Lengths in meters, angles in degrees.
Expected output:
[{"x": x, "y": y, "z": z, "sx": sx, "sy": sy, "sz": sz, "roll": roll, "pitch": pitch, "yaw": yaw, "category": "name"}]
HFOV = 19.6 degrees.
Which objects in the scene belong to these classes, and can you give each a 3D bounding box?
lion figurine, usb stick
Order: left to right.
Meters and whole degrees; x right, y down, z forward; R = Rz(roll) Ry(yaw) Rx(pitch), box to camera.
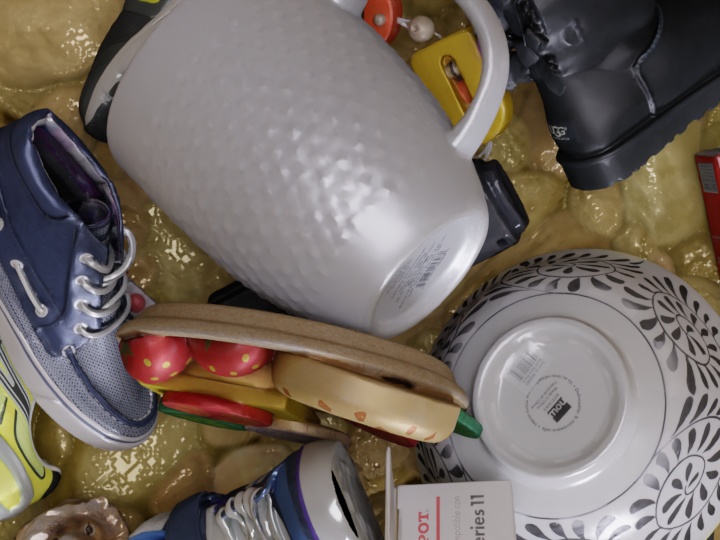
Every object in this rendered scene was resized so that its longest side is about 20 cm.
[{"x": -0.174, "y": 0.233, "z": 1.195, "sx": 0.121, "sy": 0.072, "sz": 0.202, "roll": -17, "pitch": 110, "yaw": -15, "category": "lion figurine"}, {"x": 0.000, "y": 0.000, "z": 1.177, "sx": 0.199, "sy": 0.033, "sz": 0.056, "roll": -27, "pitch": 99, "yaw": 19, "category": "usb stick"}]

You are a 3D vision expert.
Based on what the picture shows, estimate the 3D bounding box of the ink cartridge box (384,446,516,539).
[{"x": 0.054, "y": 0.193, "z": 1.108, "sx": 0.067, "sy": 0.118, "sz": 0.201, "roll": -4, "pitch": 139, "yaw": 6, "category": "ink cartridge box"}]

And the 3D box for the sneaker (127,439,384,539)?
[{"x": -0.064, "y": 0.153, "z": 1.130, "sx": 0.145, "sy": 0.200, "sz": 0.081, "roll": -22, "pitch": 84, "yaw": 0, "category": "sneaker"}]

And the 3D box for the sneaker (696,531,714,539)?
[{"x": 0.165, "y": 0.212, "z": 1.215, "sx": 0.084, "sy": 0.074, "sz": 0.202, "roll": 35, "pitch": 71, "yaw": -49, "category": "sneaker"}]

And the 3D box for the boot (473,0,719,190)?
[{"x": 0.148, "y": -0.159, "z": 1.156, "sx": 0.198, "sy": 0.073, "sz": 0.163, "roll": -40, "pitch": 117, "yaw": -26, "category": "boot"}]

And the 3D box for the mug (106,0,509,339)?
[{"x": -0.007, "y": -0.073, "z": 1.089, "sx": 0.175, "sy": 0.147, "sz": 0.200, "roll": 44, "pitch": 102, "yaw": 21, "category": "mug"}]

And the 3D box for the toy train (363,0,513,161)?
[{"x": 0.019, "y": -0.086, "z": 1.202, "sx": 0.149, "sy": 0.056, "sz": 0.202, "roll": 4, "pitch": 104, "yaw": 18, "category": "toy train"}]

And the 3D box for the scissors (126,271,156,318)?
[{"x": -0.136, "y": 0.006, "z": 1.204, "sx": 0.199, "sy": 0.014, "sz": 0.074, "roll": 26, "pitch": 90, "yaw": -7, "category": "scissors"}]

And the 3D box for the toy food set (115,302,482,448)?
[{"x": -0.034, "y": 0.061, "z": 1.107, "sx": 0.198, "sy": 0.198, "sz": 0.049, "roll": 9, "pitch": 80, "yaw": 12, "category": "toy food set"}]

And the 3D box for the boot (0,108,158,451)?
[{"x": -0.154, "y": 0.010, "z": 1.138, "sx": 0.201, "sy": 0.090, "sz": 0.073, "roll": 56, "pitch": 42, "yaw": -18, "category": "boot"}]

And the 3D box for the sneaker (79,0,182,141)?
[{"x": -0.094, "y": -0.160, "z": 1.170, "sx": 0.200, "sy": 0.085, "sz": 0.074, "roll": -50, "pitch": 140, "yaw": 14, "category": "sneaker"}]

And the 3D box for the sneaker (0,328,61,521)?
[{"x": -0.223, "y": 0.044, "z": 1.177, "sx": 0.076, "sy": 0.075, "sz": 0.202, "roll": -12, "pitch": 97, "yaw": -29, "category": "sneaker"}]

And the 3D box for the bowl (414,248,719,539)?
[{"x": 0.115, "y": 0.077, "z": 1.160, "sx": 0.199, "sy": 0.094, "sz": 0.203, "roll": -3, "pitch": 78, "yaw": 15, "category": "bowl"}]

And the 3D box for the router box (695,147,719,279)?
[{"x": 0.316, "y": -0.005, "z": 1.242, "sx": 0.198, "sy": 0.049, "sz": 0.181, "roll": -14, "pitch": 95, "yaw": -6, "category": "router box"}]
